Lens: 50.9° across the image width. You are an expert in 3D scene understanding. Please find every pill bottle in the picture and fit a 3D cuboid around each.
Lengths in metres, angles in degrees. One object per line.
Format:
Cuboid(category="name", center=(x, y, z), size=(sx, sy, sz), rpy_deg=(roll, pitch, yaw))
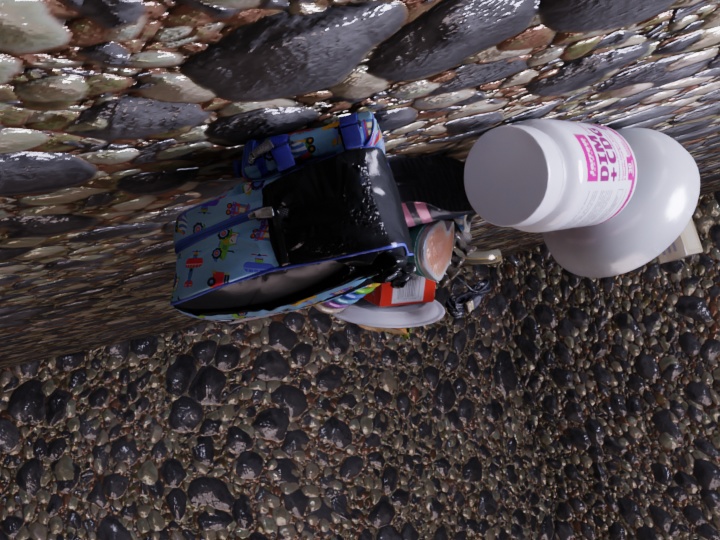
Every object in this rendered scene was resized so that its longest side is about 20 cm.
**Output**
Cuboid(category="pill bottle", center=(0.200, -0.099, 0.789), size=(0.113, 0.115, 0.199), rpy_deg=(-17, 175, 41))

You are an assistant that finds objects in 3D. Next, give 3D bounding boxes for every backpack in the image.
Cuboid(category="backpack", center=(-0.063, -0.032, 0.628), size=(0.197, 0.136, 0.183), rpy_deg=(-15, 176, 7))

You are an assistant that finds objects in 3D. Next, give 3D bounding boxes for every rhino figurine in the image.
Cuboid(category="rhino figurine", center=(0.122, -0.046, 1.099), size=(0.060, 0.087, 0.200), rpy_deg=(-48, 178, 29))

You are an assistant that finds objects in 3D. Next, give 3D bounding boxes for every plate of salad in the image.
Cuboid(category="plate of salad", center=(0.036, 0.066, 1.209), size=(0.197, 0.049, 0.200), rpy_deg=(2, -165, -1))

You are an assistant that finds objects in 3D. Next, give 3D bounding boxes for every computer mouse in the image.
Cuboid(category="computer mouse", center=(0.100, -0.012, 1.132), size=(0.110, 0.200, 0.044), rpy_deg=(-39, 170, -52))

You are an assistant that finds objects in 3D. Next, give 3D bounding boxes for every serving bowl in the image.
Cuboid(category="serving bowl", center=(0.297, -0.095, 0.911), size=(0.198, 0.202, 0.066), rpy_deg=(-18, 138, 39))

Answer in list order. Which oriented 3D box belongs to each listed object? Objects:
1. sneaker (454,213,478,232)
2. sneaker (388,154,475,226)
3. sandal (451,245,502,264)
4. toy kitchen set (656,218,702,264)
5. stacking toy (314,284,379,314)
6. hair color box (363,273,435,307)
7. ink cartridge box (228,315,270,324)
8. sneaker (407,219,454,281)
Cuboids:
Cuboid(category="sneaker", center=(0.222, -0.106, 1.058), size=(0.198, 0.074, 0.072), rpy_deg=(-17, 173, 19))
Cuboid(category="sneaker", center=(0.042, -0.078, 0.823), size=(0.197, 0.071, 0.082), rpy_deg=(-3, 162, -24))
Cuboid(category="sandal", center=(0.126, -0.043, 1.199), size=(0.197, 0.055, 0.080), rpy_deg=(4, -171, 6))
Cuboid(category="toy kitchen set", center=(0.359, -0.078, 1.124), size=(0.199, 0.183, 0.162), rpy_deg=(-23, 170, 40))
Cuboid(category="stacking toy", center=(0.000, 0.000, 1.071), size=(0.085, 0.087, 0.199), rpy_deg=(-11, 171, -36))
Cuboid(category="hair color box", center=(0.021, -0.001, 1.233), size=(0.110, 0.065, 0.199), rpy_deg=(-4, -164, -34))
Cuboid(category="ink cartridge box", center=(-0.117, 0.025, 1.064), size=(0.114, 0.069, 0.199), rpy_deg=(-9, 174, -45))
Cuboid(category="sneaker", center=(0.064, -0.029, 0.907), size=(0.079, 0.073, 0.200), rpy_deg=(5, -175, 13))
